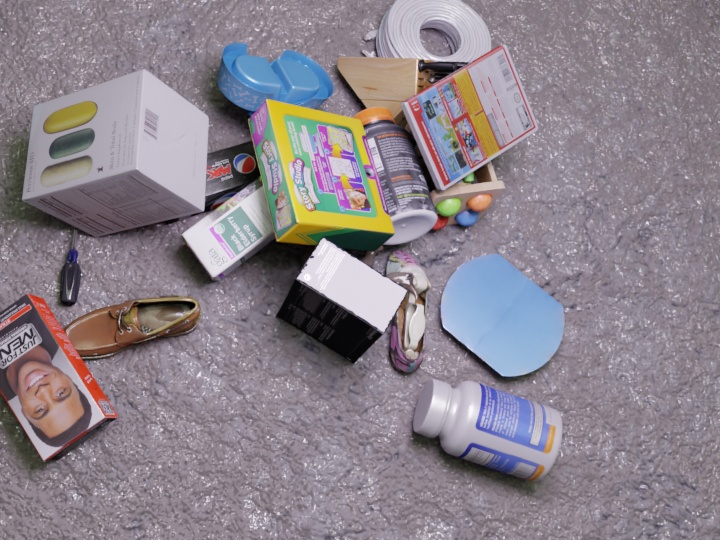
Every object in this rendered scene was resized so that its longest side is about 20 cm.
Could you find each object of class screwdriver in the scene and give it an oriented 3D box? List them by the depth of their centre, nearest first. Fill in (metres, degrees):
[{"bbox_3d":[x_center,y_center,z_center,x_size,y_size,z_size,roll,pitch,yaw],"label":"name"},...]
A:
[{"bbox_3d":[-0.416,-0.044,1.408,0.028,0.029,0.201,5,64,-13],"label":"screwdriver"}]

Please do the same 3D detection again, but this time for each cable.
[{"bbox_3d":[0.128,-0.391,1.668,0.200,0.069,0.200,42,64,3],"label":"cable"}]

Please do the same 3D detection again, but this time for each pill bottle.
[{"bbox_3d":[0.184,0.227,1.417,0.199,0.112,0.113,20,65,-7],"label":"pill bottle"},{"bbox_3d":[0.041,-0.149,1.475,0.106,0.106,0.201,-8,66,-18],"label":"pill bottle"}]

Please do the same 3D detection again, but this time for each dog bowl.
[{"bbox_3d":[-0.136,-0.294,1.510,0.199,0.050,0.112,-2,52,-42],"label":"dog bowl"}]

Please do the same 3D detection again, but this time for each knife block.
[{"bbox_3d":[0.080,-0.319,1.561,0.200,0.176,0.064,55,30,15],"label":"knife block"}]

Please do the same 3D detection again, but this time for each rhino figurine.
[{"bbox_3d":[0.000,0.000,1.463,0.199,0.060,0.088,28,76,14],"label":"rhino figurine"}]

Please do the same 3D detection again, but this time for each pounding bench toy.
[{"bbox_3d":[0.148,-0.165,1.512,0.124,0.200,0.157,-9,71,-19],"label":"pounding bench toy"}]

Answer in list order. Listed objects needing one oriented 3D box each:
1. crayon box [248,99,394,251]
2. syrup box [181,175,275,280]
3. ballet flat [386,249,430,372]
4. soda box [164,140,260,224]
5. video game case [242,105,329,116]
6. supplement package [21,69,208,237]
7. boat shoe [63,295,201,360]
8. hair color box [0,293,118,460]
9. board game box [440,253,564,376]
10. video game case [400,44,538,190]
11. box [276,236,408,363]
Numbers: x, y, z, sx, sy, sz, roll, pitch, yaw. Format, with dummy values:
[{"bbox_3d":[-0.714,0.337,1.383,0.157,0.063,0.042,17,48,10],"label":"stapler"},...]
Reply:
[{"bbox_3d":[-0.056,-0.132,1.369,0.172,0.058,0.201,5,59,-38],"label":"crayon box"},{"bbox_3d":[-0.159,-0.075,1.424,0.200,0.081,0.079,-37,89,-8],"label":"syrup box"},{"bbox_3d":[0.078,0.055,1.477,0.069,0.071,0.201,8,67,-19],"label":"ballet flat"},{"bbox_3d":[-0.214,-0.139,1.477,0.199,0.063,0.071,-20,75,-21],"label":"soda box"},{"bbox_3d":[-0.075,-0.218,1.539,0.200,0.018,0.143,42,37,3],"label":"video game case"},{"bbox_3d":[-0.338,-0.157,1.351,0.199,0.151,0.153,-11,67,25],"label":"supplement package"},{"bbox_3d":[-0.324,0.070,1.361,0.199,0.068,0.072,-17,77,-19],"label":"boat shoe"},{"bbox_3d":[-0.424,0.142,1.294,0.101,0.061,0.200,-36,81,-3],"label":"hair color box"},{"bbox_3d":[0.219,0.076,1.529,0.200,0.039,0.158,39,69,7],"label":"board game box"},{"bbox_3d":[0.166,-0.229,1.441,0.200,0.017,0.143,-33,109,-22],"label":"video game case"},{"bbox_3d":[-0.030,0.048,1.376,0.141,0.200,0.079,34,69,-1],"label":"box"}]
